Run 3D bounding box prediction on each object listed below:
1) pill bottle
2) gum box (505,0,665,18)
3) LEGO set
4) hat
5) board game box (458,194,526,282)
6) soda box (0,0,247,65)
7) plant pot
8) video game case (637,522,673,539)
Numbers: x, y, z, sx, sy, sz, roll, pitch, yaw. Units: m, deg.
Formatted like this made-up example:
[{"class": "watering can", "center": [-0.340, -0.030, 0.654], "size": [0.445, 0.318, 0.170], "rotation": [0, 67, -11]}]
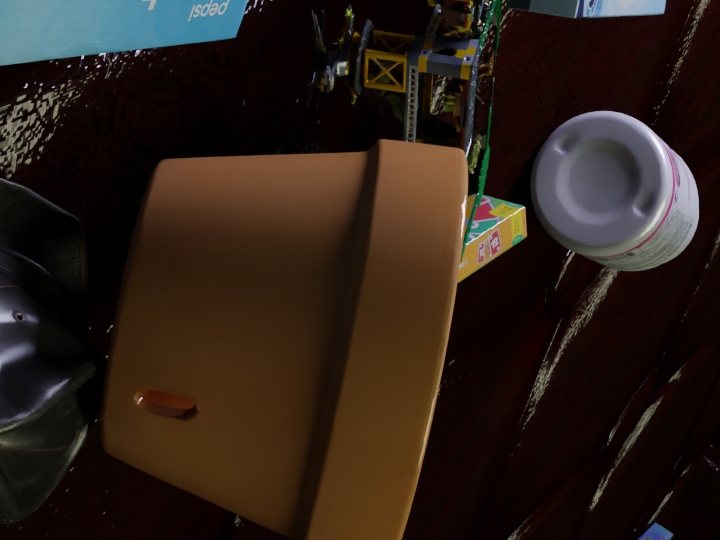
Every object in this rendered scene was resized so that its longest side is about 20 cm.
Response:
[{"class": "pill bottle", "center": [0.218, -0.059, 1.307], "size": [0.114, 0.113, 0.200], "rotation": [-59, 160, 6]}, {"class": "gum box", "center": [0.146, -0.234, 0.912], "size": [0.200, 0.044, 0.171], "rotation": [-19, 119, -64]}, {"class": "LEGO set", "center": [0.009, -0.087, 0.855], "size": [0.201, 0.115, 0.154], "rotation": [90, 13, -49]}, {"class": "hat", "center": [-0.163, 0.060, 0.672], "size": [0.201, 0.081, 0.201], "rotation": [-45, 156, -26]}, {"class": "board game box", "center": [0.000, 0.000, 0.913], "size": [0.200, 0.095, 0.030], "rotation": [-35, 129, -38]}, {"class": "soda box", "center": [-0.113, -0.119, 0.557], "size": [0.200, 0.064, 0.068], "rotation": [-22, 140, -58]}, {"class": "plant pot", "center": [-0.039, 0.030, 0.731], "size": [0.200, 0.139, 0.202], "rotation": [-170, -90, -88]}, {"class": "video game case", "center": [0.486, 0.574, 2.901], "size": [0.200, 0.045, 0.182], "rotation": [-20, 139, -58]}]
